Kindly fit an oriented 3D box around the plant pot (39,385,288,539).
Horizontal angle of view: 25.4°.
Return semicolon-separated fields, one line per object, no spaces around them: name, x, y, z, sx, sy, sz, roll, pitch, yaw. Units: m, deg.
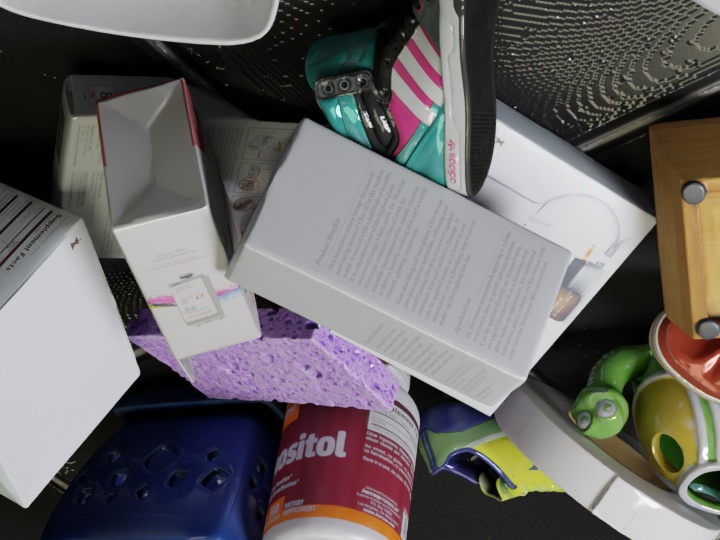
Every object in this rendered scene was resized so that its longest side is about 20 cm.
plant pot;-0.124;0.208;1.385;0.199;0.180;0.200;-7;138;31

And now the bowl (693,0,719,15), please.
bowl;0.246;-0.205;0.904;0.200;0.091;0.201;5;141;4

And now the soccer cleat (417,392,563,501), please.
soccer cleat;0.132;0.168;1.371;0.200;0.084;0.065;20;138;-28

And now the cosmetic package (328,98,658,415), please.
cosmetic package;0.091;-0.007;1.146;0.150;0.052;0.200;29;113;-21

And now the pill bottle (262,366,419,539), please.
pill bottle;-0.012;0.155;1.296;0.113;0.200;0.113;5;141;4

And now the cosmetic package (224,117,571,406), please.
cosmetic package;0.025;-0.003;1.045;0.200;0.102;0.071;27;156;-6

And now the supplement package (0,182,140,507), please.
supplement package;-0.303;0.037;1.198;0.200;0.147;0.192;22;147;25

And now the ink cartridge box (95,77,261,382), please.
ink cartridge box;-0.121;-0.022;1.114;0.067;0.117;0.200;-14;145;1

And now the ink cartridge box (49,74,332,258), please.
ink cartridge box;-0.125;-0.072;1.183;0.199;0.057;0.163;-3;144;-19

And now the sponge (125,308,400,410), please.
sponge;-0.078;0.068;1.251;0.199;0.030;0.112;-1;148;39

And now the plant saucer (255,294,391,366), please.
plant saucer;0.000;0.000;1.224;0.199;0.035;0.201;-1;137;-1

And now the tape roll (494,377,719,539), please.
tape roll;0.197;0.158;1.277;0.202;0.203;0.037;31;99;-25

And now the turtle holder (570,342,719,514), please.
turtle holder;0.273;0.109;1.244;0.185;0.132;0.141;33;136;-27

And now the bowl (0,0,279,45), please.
bowl;-0.138;-0.235;0.950;0.199;0.075;0.200;7;140;0

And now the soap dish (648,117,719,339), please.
soap dish;0.301;-0.031;1.079;0.199;0.081;0.158;-4;122;12

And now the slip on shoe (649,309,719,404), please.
slip on shoe;0.308;0.075;1.168;0.199;0.074;0.061;25;162;9

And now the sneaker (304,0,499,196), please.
sneaker;0.024;-0.148;1.025;0.120;0.084;0.201;11;122;20
